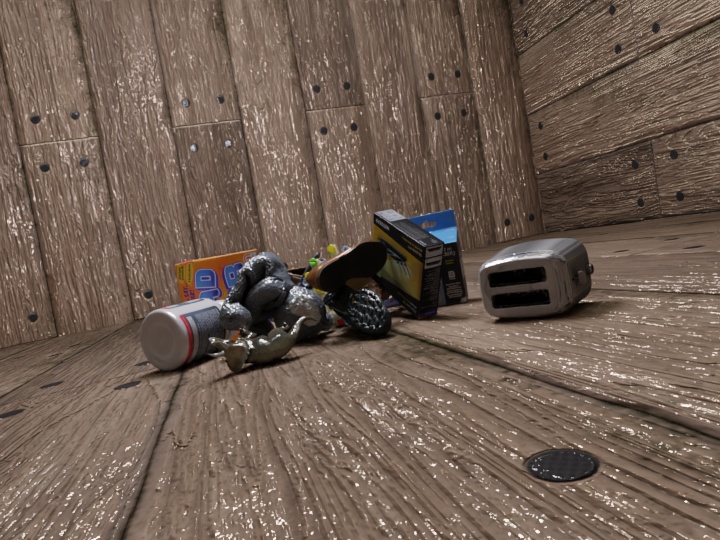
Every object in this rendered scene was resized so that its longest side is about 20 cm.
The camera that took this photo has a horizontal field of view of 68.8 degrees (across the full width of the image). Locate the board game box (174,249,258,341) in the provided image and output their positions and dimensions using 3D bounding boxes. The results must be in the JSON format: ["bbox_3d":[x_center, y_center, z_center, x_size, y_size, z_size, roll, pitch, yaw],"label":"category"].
[{"bbox_3d":[-0.343,0.069,1.327,0.194,0.206,0.200,-11,2,-15],"label":"board game box"}]

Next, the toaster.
[{"bbox_3d":[0.283,0.015,0.887,0.196,0.117,0.128,-7,7,36],"label":"toaster"}]

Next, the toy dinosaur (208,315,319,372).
[{"bbox_3d":[-0.162,0.132,0.913,0.194,0.079,0.102,-6,14,-15],"label":"toy dinosaur"}]

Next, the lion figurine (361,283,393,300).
[{"bbox_3d":[0.052,0.052,1.225,0.199,0.073,0.122,-35,-1,-40],"label":"lion figurine"}]

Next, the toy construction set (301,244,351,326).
[{"bbox_3d":[-0.071,0.044,1.222,0.128,0.205,0.093,-14,-32,10],"label":"toy construction set"}]

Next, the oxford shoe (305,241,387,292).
[{"bbox_3d":[-0.027,-0.015,1.055,0.197,0.073,0.070,-21,16,-39],"label":"oxford shoe"}]

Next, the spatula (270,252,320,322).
[{"bbox_3d":[-0.158,0.039,1.274,0.201,0.020,0.057,-52,-14,-4],"label":"spatula"}]

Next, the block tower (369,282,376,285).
[{"bbox_3d":[0.027,0.006,1.382,0.053,0.204,0.058,27,19,1],"label":"block tower"}]

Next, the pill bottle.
[{"bbox_3d":[-0.347,0.124,1.101,0.117,0.123,0.199,-9,3,24],"label":"pill bottle"}]

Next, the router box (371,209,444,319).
[{"bbox_3d":[0.092,-0.018,1.100,0.051,0.162,0.200,-12,29,-25],"label":"router box"}]

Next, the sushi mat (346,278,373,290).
[{"bbox_3d":[0.000,0.000,1.172,0.012,0.098,0.198,25,32,28],"label":"sushi mat"}]

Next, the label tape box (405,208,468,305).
[{"bbox_3d":[0.158,-0.023,1.194,0.140,0.206,0.063,-10,6,18],"label":"label tape box"}]

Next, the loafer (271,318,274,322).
[{"bbox_3d":[-0.152,0.112,1.265,0.068,0.072,0.200,25,4,10],"label":"loafer"}]

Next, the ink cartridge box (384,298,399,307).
[{"bbox_3d":[0.086,0.062,1.425,0.091,0.046,0.200,-12,3,-6],"label":"ink cartridge box"}]

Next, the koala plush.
[{"bbox_3d":[-0.153,0.072,1.084,0.195,0.188,0.178,18,-12,16],"label":"koala plush"}]

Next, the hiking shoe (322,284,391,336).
[{"bbox_3d":[0.009,0.081,1.020,0.075,0.087,0.199,-52,34,-7],"label":"hiking shoe"}]

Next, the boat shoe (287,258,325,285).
[{"bbox_3d":[-0.102,0.012,1.376,0.194,0.074,0.073,-14,34,-11],"label":"boat shoe"}]
